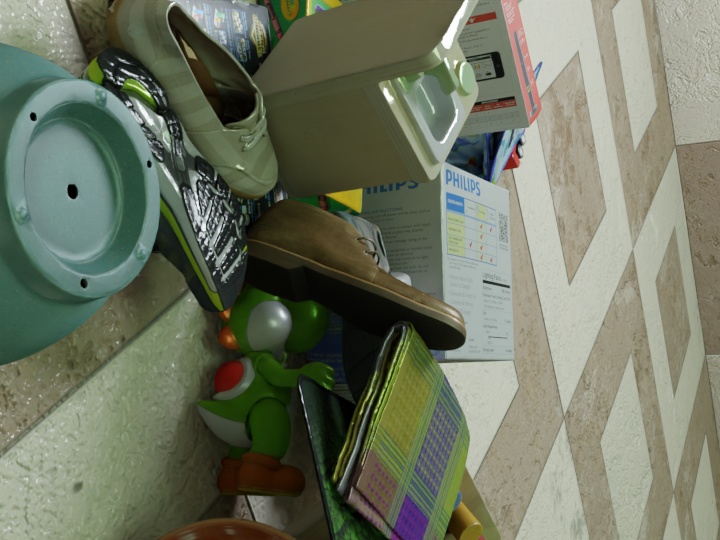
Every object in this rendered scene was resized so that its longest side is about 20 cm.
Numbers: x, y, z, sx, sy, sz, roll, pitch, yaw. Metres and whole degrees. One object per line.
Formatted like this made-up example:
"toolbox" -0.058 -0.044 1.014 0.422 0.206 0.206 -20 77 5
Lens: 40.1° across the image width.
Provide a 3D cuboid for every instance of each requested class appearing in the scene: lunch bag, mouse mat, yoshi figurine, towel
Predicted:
"lunch bag" 0.145 -0.216 1.225 0.171 0.126 0.201 -58 133 -37
"mouse mat" -0.001 0.172 0.765 0.200 0.007 0.163 48 26 -69
"yoshi figurine" -0.067 0.089 0.843 0.112 0.111 0.203 47 43 -71
"towel" 0.040 0.145 0.786 0.201 0.022 0.145 56 48 -50

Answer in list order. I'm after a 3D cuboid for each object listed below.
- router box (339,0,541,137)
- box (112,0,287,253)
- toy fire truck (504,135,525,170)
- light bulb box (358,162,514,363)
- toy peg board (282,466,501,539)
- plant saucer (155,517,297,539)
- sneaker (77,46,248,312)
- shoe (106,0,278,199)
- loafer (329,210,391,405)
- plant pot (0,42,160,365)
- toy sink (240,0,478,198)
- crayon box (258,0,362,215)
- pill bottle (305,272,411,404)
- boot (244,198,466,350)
"router box" 0.073 -0.228 1.029 0.049 0.197 0.182 -50 129 -50
"box" -0.125 -0.122 0.808 0.158 0.045 0.203 -14 99 -62
"toy fire truck" 0.189 -0.219 1.404 0.141 0.048 0.202 52 43 -45
"light bulb box" 0.080 0.001 1.094 0.197 0.123 0.204 10 77 -60
"toy peg board" 0.046 0.278 0.912 0.199 0.098 0.200 -36 130 -10
"plant saucer" -0.093 0.273 0.668 0.032 0.197 0.203 60 35 -66
"sneaker" -0.149 -0.055 0.701 0.202 0.080 0.074 62 29 -20
"shoe" -0.110 -0.123 0.732 0.200 0.053 0.071 52 44 -45
"loafer" 0.018 0.041 0.853 0.062 0.072 0.203 2 65 -43
"plant pot" -0.201 -0.041 0.565 0.200 0.132 0.204 15 73 -61
"toy sink" 0.021 -0.147 0.808 0.113 0.198 0.131 57 43 -32
"crayon box" -0.046 -0.161 0.947 0.118 0.057 0.203 20 69 -60
"pill bottle" 0.005 0.109 0.955 0.112 0.111 0.203 -15 99 -61
"boot" 0.000 0.000 0.789 0.074 0.198 0.076 96 20 -58
